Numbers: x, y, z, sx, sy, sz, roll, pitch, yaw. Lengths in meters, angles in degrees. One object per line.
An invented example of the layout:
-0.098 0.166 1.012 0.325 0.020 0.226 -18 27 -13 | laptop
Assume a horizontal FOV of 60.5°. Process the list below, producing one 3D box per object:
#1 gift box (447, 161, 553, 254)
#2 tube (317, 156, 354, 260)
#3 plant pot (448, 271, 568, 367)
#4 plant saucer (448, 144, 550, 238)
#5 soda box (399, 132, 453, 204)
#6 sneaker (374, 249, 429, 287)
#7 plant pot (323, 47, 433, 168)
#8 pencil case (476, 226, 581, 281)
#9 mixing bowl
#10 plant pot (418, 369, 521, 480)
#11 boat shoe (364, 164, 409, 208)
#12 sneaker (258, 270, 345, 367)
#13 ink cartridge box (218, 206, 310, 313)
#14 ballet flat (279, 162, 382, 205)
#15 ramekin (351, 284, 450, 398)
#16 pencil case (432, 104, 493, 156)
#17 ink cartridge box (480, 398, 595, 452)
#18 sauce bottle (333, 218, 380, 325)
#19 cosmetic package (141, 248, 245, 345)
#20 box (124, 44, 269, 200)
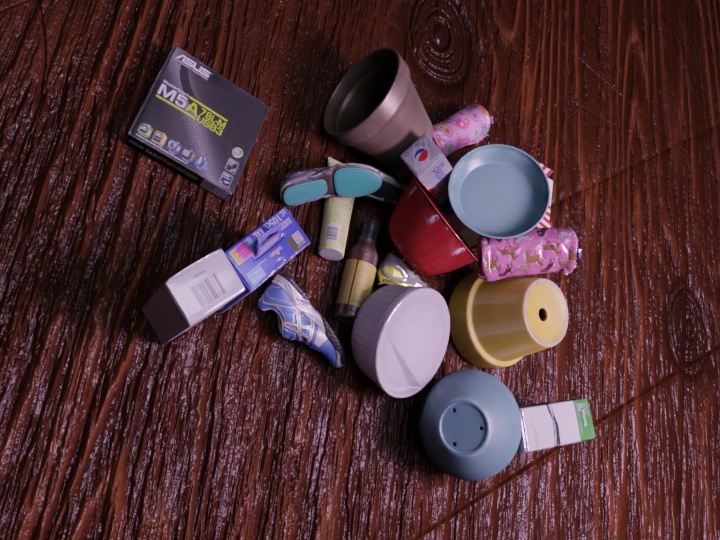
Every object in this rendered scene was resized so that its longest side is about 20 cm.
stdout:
0.315 -0.134 1.327 0.196 0.186 0.190 17 70 -25 | gift box
-0.043 -0.120 1.193 0.058 0.050 0.205 50 42 -57 | tube
0.308 0.094 1.255 0.196 0.187 0.207 5 80 -30 | plant pot
0.267 -0.148 1.200 0.194 0.036 0.206 -1 68 3 | plant saucer
0.146 -0.199 1.237 0.068 0.199 0.064 -41 71 9 | soda box
0.104 0.051 1.233 0.076 0.075 0.200 -43 106 0 | sneaker
0.051 -0.300 1.224 0.173 0.197 0.204 37 61 -36 | plant pot
0.320 -0.031 1.193 0.194 0.084 0.088 -6 41 4 | pencil case
0.123 -0.068 1.184 0.108 0.201 0.201 -38 101 11 | mixing bowl
0.192 0.281 1.118 0.135 0.194 0.206 34 54 -71 | plant pot
0.071 -0.157 1.261 0.197 0.076 0.061 18 106 -36 | boat shoe
-0.101 0.099 1.095 0.077 0.076 0.201 -41 100 -9 | sneaker
-0.169 -0.019 0.996 0.136 0.199 0.077 -42 99 -32 | ink cartridge box
-0.058 -0.172 1.156 0.194 0.072 0.074 -10 82 -9 | ballet flat
0.068 0.120 1.131 0.199 0.093 0.208 -16 114 -41 | ramekin
0.207 -0.301 1.365 0.198 0.087 0.089 -32 94 -34 | pencil case
0.353 0.317 1.259 0.195 0.146 0.086 0 75 -31 | ink cartridge box
0.000 0.000 1.174 0.064 0.064 0.205 24 67 -23 | sauce bottle
-0.256 0.044 0.927 0.101 0.199 0.075 -34 95 -33 | cosmetic package
-0.280 -0.257 1.081 0.197 0.047 0.197 30 67 -22 | box
